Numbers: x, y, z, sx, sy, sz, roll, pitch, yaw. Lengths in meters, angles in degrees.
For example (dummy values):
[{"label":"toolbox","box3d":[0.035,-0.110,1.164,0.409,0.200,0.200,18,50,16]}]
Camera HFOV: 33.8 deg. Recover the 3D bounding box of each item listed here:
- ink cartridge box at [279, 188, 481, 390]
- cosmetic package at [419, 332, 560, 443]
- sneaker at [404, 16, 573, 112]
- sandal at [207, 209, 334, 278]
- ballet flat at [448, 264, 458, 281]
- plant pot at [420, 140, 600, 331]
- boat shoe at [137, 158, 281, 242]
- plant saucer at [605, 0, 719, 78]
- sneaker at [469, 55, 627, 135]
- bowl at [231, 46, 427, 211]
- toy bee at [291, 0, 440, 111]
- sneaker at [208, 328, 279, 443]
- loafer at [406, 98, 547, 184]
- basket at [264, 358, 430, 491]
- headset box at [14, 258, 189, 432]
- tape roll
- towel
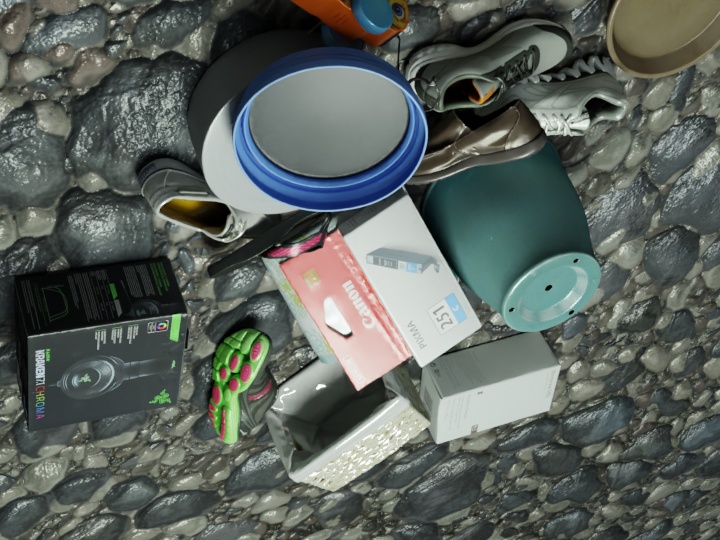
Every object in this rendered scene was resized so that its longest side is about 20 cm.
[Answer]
[{"label":"ink cartridge box","box3d":[0.026,0.031,1.428,0.175,0.045,0.201,-33,112,-1]},{"label":"cosmetic package","box3d":[0.192,0.174,1.783,0.197,0.082,0.114,-14,138,-14]},{"label":"sneaker","box3d":[0.151,-0.222,1.328,0.197,0.080,0.075,-19,139,-12]},{"label":"sandal","box3d":[-0.085,-0.030,1.374,0.198,0.046,0.075,-30,173,12]},{"label":"ballet flat","box3d":[0.028,0.020,1.541,0.196,0.070,0.070,-5,137,-14]},{"label":"plant pot","box3d":[0.200,-0.036,1.473,0.197,0.189,0.202,-16,140,-14]},{"label":"boat shoe","box3d":[-0.159,-0.063,1.330,0.071,0.070,0.199,-43,142,21]},{"label":"plant saucer","box3d":[0.372,-0.315,1.390,0.197,0.030,0.202,-15,140,-13]},{"label":"sneaker","box3d":[0.223,-0.190,1.403,0.197,0.082,0.076,-19,143,-7]},{"label":"bowl","box3d":[-0.031,-0.142,1.201,0.197,0.040,0.202,-3,140,-2]},{"label":"toy bee","box3d":[0.002,-0.262,1.201,0.129,0.110,0.201,-9,135,29]},{"label":"sneaker","box3d":[-0.150,0.145,1.579,0.083,0.077,0.201,-21,147,-36]},{"label":"loafer","box3d":[0.114,-0.155,1.366,0.197,0.073,0.072,-13,112,21]},{"label":"basket","box3d":[-0.015,0.200,1.653,0.199,0.137,0.123,-36,142,12]},{"label":"headset box","box3d":[-0.301,0.087,1.399,0.197,0.093,0.176,-8,138,-23]},{"label":"tape roll","box3d":[-0.084,-0.157,1.276,0.197,0.067,0.202,-15,140,-13]},{"label":"towel","box3d":[0.000,0.000,1.460,0.198,0.048,0.173,-30,111,-2]}]
